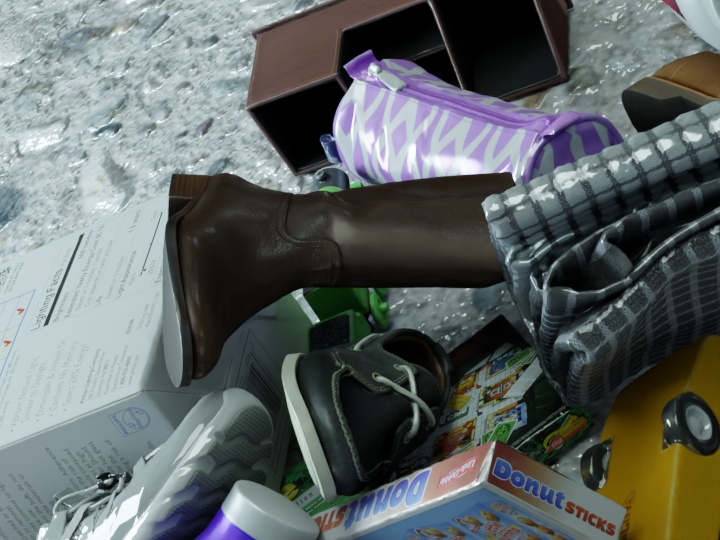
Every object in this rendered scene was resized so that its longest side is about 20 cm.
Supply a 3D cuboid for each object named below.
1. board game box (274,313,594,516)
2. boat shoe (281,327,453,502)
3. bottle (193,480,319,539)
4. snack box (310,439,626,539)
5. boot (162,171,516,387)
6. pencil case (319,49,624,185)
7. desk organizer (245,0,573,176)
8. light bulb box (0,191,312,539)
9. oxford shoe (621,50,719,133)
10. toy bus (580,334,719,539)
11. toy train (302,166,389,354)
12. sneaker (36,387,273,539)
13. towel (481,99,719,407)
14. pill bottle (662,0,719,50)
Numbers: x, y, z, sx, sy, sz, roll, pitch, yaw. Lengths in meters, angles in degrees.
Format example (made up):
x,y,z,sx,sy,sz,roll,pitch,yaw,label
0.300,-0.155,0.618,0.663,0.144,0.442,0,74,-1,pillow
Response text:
x,y,z,sx,sy,sz,roll,pitch,yaw,label
0.019,0.110,1.188,0.200,0.023,0.105,-36,36,-2,board game box
0.005,0.064,1.112,0.067,0.072,0.200,-19,2,10,boat shoe
-0.089,0.195,1.075,0.200,0.065,0.084,-59,24,8,bottle
0.036,0.124,1.040,0.200,0.072,0.024,-31,34,57,snack box
0.000,0.000,1.149,0.199,0.064,0.187,3,32,-4,boot
0.067,-0.073,1.310,0.084,0.086,0.200,-31,32,-28,pencil case
0.030,-0.136,1.430,0.200,0.072,0.077,-19,40,22,desk organizer
-0.152,0.079,1.255,0.200,0.125,0.198,-22,30,23,light bulb box
0.221,-0.082,1.210,0.071,0.071,0.200,-37,33,-12,oxford shoe
0.143,0.122,1.012,0.065,0.078,0.200,-36,27,40,toy bus
-0.010,0.011,1.300,0.042,0.056,0.200,-23,37,16,toy train
-0.122,0.127,1.118,0.200,0.075,0.082,-51,62,16,sneaker
0.153,-0.008,1.068,0.165,0.200,0.086,-24,76,1,towel
0.217,-0.171,1.227,0.109,0.110,0.200,-30,11,7,pill bottle
